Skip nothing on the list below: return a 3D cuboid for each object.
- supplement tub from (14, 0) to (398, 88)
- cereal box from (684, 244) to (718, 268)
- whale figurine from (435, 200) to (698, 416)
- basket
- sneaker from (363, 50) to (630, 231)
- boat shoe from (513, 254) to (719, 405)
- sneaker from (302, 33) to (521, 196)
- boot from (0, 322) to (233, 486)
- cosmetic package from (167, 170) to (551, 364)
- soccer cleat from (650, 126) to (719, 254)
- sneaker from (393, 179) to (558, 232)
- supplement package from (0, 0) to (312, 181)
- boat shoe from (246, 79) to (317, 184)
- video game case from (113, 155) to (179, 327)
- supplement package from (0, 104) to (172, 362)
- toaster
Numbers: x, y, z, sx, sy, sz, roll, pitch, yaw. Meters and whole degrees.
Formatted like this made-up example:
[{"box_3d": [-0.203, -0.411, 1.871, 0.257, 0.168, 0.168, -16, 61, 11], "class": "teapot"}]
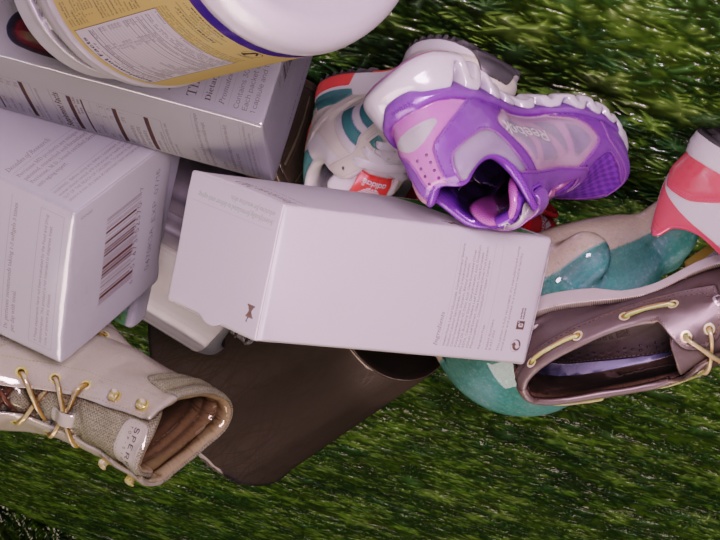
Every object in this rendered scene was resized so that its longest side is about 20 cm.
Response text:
[{"box_3d": [-0.080, -0.170, 1.283, 0.145, 0.146, 0.200, 26, 162, -31], "class": "supplement tub"}, {"box_3d": [0.320, 0.010, 1.573, 0.200, 0.040, 0.144, 28, 131, -33], "class": "cereal box"}, {"box_3d": [0.145, 0.024, 1.652, 0.200, 0.104, 0.159, -26, 166, -16], "class": "whale figurine"}, {"box_3d": [-0.037, 0.046, 1.808, 0.136, 0.181, 0.200, -20, 177, -42], "class": "basket"}, {"box_3d": [0.088, -0.060, 1.483, 0.200, 0.089, 0.080, 12, 140, -45], "class": "sneaker"}, {"box_3d": [0.188, 0.039, 1.525, 0.199, 0.060, 0.072, -10, 131, 15], "class": "boat shoe"}, {"box_3d": [0.027, -0.082, 1.567, 0.070, 0.094, 0.200, 25, 162, -28], "class": "sneaker"}, {"box_3d": [-0.192, 0.083, 1.551, 0.154, 0.072, 0.200, 29, -150, 32], "class": "boot"}, {"box_3d": [0.000, 0.000, 1.500, 0.200, 0.085, 0.108, 7, -171, -38], "class": "cosmetic package"}, {"box_3d": [0.263, -0.004, 1.460, 0.200, 0.073, 0.068, 33, -166, 6], "class": "soccer cleat"}, {"box_3d": [0.100, -0.048, 1.684, 0.115, 0.079, 0.200, 14, 179, -22], "class": "sneaker"}, {"box_3d": [-0.134, -0.142, 1.490, 0.199, 0.114, 0.110, 15, 166, 6], "class": "supplement package"}, {"box_3d": [-0.075, -0.105, 1.657, 0.068, 0.072, 0.200, 10, 154, 34], "class": "boat shoe"}, {"box_3d": [-0.201, -0.083, 1.627, 0.182, 0.022, 0.200, 26, 125, 17], "class": "video game case"}, {"box_3d": [-0.231, -0.052, 1.570, 0.200, 0.117, 0.117, 25, 128, 18], "class": "supplement package"}, {"box_3d": [-0.125, -0.035, 1.731, 0.129, 0.200, 0.114, 28, 126, -19], "class": "toaster"}]
